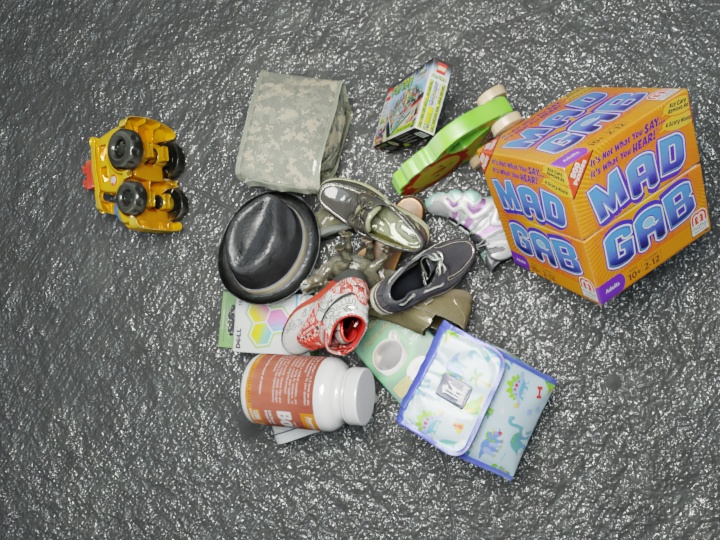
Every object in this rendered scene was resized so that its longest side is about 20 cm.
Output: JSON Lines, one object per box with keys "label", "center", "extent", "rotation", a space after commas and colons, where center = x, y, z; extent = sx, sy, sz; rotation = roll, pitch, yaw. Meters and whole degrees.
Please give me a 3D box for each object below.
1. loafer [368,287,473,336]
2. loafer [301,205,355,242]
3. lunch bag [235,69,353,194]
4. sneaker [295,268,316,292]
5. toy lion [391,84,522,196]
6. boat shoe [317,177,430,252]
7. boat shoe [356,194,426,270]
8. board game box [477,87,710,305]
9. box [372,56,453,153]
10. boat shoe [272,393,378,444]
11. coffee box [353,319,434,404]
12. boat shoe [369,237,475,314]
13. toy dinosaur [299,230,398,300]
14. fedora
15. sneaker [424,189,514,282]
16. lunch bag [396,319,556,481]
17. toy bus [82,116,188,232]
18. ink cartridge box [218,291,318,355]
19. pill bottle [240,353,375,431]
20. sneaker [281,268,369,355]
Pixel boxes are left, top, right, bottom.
{"label": "loafer", "center": [0.088, 0.065, 0.942], "extent": [0.194, 0.076, 0.069], "rotation": [0, 63, -5]}
{"label": "loafer", "center": [-0.041, -0.097, 1.027], "extent": [0.195, 0.075, 0.071], "rotation": [-16, 86, 11]}
{"label": "lunch bag", "center": [-0.115, -0.225, 1.022], "extent": [0.160, 0.118, 0.205], "rotation": [11, 72, 13]}
{"label": "sneaker", "center": [-0.164, -0.001, 1.056], "extent": [0.199, 0.075, 0.106], "rotation": [39, 109, 16]}
{"label": "toy lion", "center": [0.140, -0.188, 0.940], "extent": [0.189, 0.200, 0.070], "rotation": [-28, 81, -11]}
{"label": "boat shoe", "center": [0.020, -0.088, 0.929], "extent": [0.198, 0.066, 0.073], "rotation": [28, 102, 2]}
{"label": "boat shoe", "center": [0.045, -0.039, 1.005], "extent": [0.070, 0.070, 0.201], "rotation": [38, 104, -2]}
{"label": "board game box", "center": [0.321, -0.115, 0.824], "extent": [0.197, 0.200, 0.203], "rotation": [-31, 115, -10]}
{"label": "box", "center": [0.079, -0.262, 0.959], "extent": [0.034, 0.199, 0.113], "rotation": [16, 88, -17]}
{"label": "boat shoe", "center": [-0.066, 0.233, 1.007], "extent": [0.196, 0.072, 0.067], "rotation": [-24, 85, 18]}
{"label": "coffee box", "center": [0.070, 0.137, 0.995], "extent": [0.123, 0.044, 0.200], "rotation": [-44, 78, 3]}
{"label": "boat shoe", "center": [0.107, 0.006, 0.894], "extent": [0.197, 0.063, 0.074], "rotation": [-28, 88, -21]}
{"label": "toy dinosaur", "center": [0.000, 0.000, 0.959], "extent": [0.194, 0.078, 0.104], "rotation": [3, 122, -2]}
{"label": "fedora", "center": [-0.160, -0.050, 0.964], "extent": [0.195, 0.092, 0.206], "rotation": [-2, 74, 8]}
{"label": "sneaker", "center": [0.197, -0.053, 0.969], "extent": [0.195, 0.078, 0.144], "rotation": [7, 85, 13]}
{"label": "lunch bag", "center": [0.171, 0.193, 0.898], "extent": [0.197, 0.127, 0.173], "rotation": [28, 88, -12]}
{"label": "toy bus", "center": [-0.437, -0.161, 1.100], "extent": [0.188, 0.135, 0.206], "rotation": [-10, 85, 24]}
{"label": "ink cartridge box", "center": [-0.171, 0.092, 1.045], "extent": [0.195, 0.059, 0.107], "rotation": [3, 86, 13]}
{"label": "pill bottle", "center": [-0.081, 0.192, 0.929], "extent": [0.195, 0.112, 0.115], "rotation": [-1, 84, 23]}
{"label": "sneaker", "center": [-0.060, 0.095, 0.908], "extent": [0.067, 0.109, 0.201], "rotation": [31, 121, -27]}
